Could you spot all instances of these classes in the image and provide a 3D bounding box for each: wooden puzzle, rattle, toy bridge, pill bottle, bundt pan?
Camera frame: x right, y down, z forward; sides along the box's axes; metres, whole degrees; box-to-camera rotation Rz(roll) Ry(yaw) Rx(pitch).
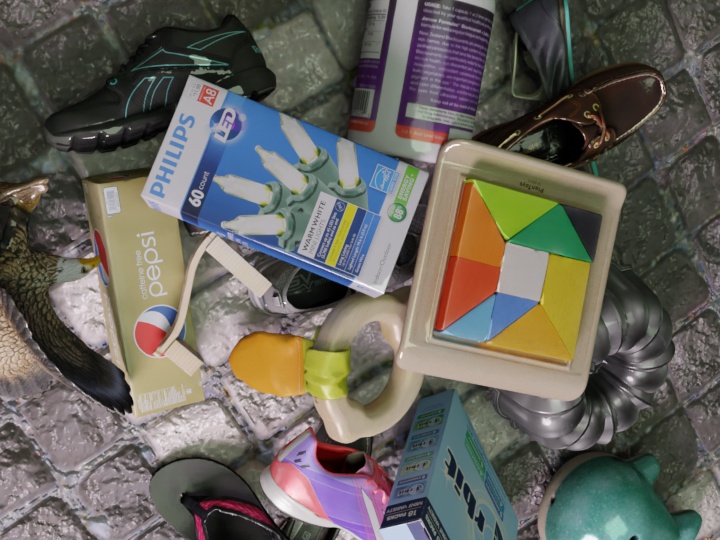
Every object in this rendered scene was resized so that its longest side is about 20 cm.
[{"bbox_3d":[0.135,0.004,0.859,0.184,0.037,0.202,12,92,-20],"label":"wooden puzzle"},{"bbox_3d":[0.006,0.062,0.910,0.200,0.142,0.131,-41,105,-34],"label":"rattle"},{"bbox_3d":[-0.103,-0.005,0.825,0.067,0.027,0.200,42,87,-16],"label":"toy bridge"},{"bbox_3d":[0.057,-0.199,0.880,0.110,0.111,0.202,8,98,-20],"label":"pill bottle"},{"bbox_3d":[0.228,0.093,0.979,0.200,0.076,0.203,-16,125,-25],"label":"bundt pan"}]

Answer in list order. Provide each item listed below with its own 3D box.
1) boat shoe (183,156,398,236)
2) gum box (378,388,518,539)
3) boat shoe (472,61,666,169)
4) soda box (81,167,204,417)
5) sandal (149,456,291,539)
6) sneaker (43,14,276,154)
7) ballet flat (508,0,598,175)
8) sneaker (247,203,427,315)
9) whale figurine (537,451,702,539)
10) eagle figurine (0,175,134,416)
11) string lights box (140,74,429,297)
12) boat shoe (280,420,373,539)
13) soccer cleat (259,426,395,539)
[{"bbox_3d":[-0.058,-0.052,0.879,0.199,0.072,0.061,-12,103,-7],"label":"boat shoe"},{"bbox_3d":[0.089,0.237,0.933,0.044,0.200,0.171,-19,110,21],"label":"gum box"},{"bbox_3d":[0.190,-0.123,0.899,0.199,0.070,0.071,-28,109,1],"label":"boat shoe"},{"bbox_3d":[-0.186,0.017,0.855,0.064,0.068,0.202,-11,104,-25],"label":"soda box"},{"bbox_3d":[-0.108,0.243,0.907,0.200,0.045,0.075,41,88,4],"label":"sandal"},{"bbox_3d":[-0.172,-0.155,0.838,0.199,0.075,0.080,-22,93,-21],"label":"sneaker"},{"bbox_3d":[0.181,-0.163,0.960,0.073,0.073,0.201,-22,113,-14],"label":"ballet flat"},{"bbox_3d":[0.000,0.000,0.912,0.199,0.082,0.075,-24,107,-14],"label":"sneaker"},{"bbox_3d":[0.286,0.273,1.052,0.199,0.104,0.160,24,91,-22],"label":"whale figurine"},{"bbox_3d":[-0.265,0.027,0.784,0.150,0.152,0.202,-7,103,-11],"label":"eagle figurine"},{"bbox_3d":[-0.058,-0.063,0.784,0.199,0.059,0.104,21,84,-4],"label":"string lights box"},{"bbox_3d":[-0.034,0.225,0.955,0.066,0.057,0.201,25,91,-22],"label":"boat shoe"},{"bbox_3d":[0.005,0.203,0.903,0.199,0.068,0.073,29,107,-30],"label":"soccer cleat"}]
